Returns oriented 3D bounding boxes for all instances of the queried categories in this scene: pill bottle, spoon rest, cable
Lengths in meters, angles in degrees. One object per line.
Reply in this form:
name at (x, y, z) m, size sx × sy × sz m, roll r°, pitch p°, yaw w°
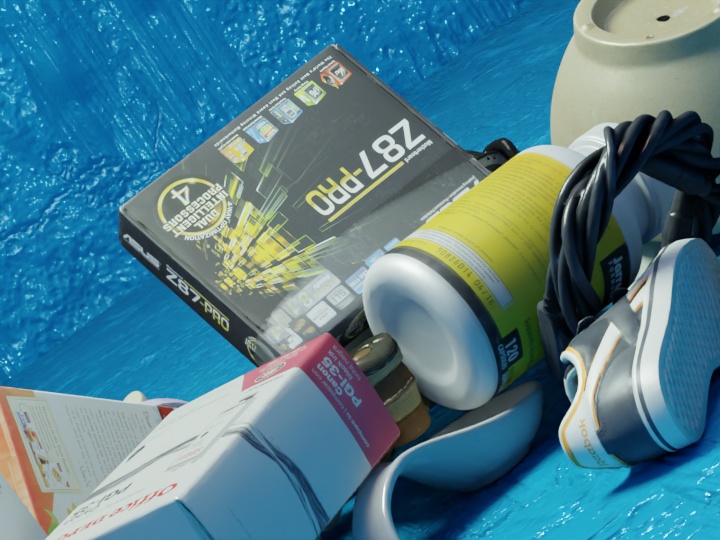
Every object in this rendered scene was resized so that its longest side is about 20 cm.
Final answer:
pill bottle at (0.105, -0.009, 1.676) m, size 0.200 × 0.112 × 0.112 m, roll -37°, pitch 9°, yaw -27°
spoon rest at (0.049, 0.119, 1.613) m, size 0.099 × 0.061 × 0.200 m, roll -28°, pitch 11°, yaw 35°
cable at (0.167, -0.018, 1.591) m, size 0.163 × 0.051 × 0.200 m, roll -43°, pitch -32°, yaw -20°

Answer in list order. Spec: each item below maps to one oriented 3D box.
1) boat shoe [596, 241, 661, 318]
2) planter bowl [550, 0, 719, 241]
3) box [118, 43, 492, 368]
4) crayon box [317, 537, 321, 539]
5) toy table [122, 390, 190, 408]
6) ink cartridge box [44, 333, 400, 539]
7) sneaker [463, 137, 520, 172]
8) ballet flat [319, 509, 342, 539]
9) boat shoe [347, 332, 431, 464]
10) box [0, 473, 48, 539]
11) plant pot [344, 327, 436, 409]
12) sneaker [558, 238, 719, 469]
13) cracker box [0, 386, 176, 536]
boat shoe at (0.200, -0.020, 1.877) m, size 0.200 × 0.073 × 0.062 m, roll -51°, pitch -26°, yaw -40°
planter bowl at (0.218, -0.131, 1.839) m, size 0.200 × 0.135 × 0.200 m, roll -14°, pitch 30°, yaw 8°
box at (-0.032, -0.036, 1.730) m, size 0.200 × 0.161 × 0.049 m, roll -38°, pitch -21°, yaw -25°
crayon box at (-0.078, 0.207, 1.617) m, size 0.119 × 0.058 × 0.200 m, roll -34°, pitch 9°, yaw 3°
toy table at (-0.195, 0.171, 1.923) m, size 0.200 × 0.184 × 0.117 m, roll -39°, pitch 23°, yaw -21°
ink cartridge box at (-0.087, 0.137, 1.557) m, size 0.147 × 0.083 × 0.200 m, roll -27°, pitch 11°, yaw 35°
sneaker at (0.080, -0.046, 2.023) m, size 0.071 × 0.083 × 0.200 m, roll -29°, pitch 7°, yaw 33°
ballet flat at (-0.039, 0.150, 1.811) m, size 0.069 × 0.069 × 0.200 m, roll -33°, pitch 11°, yaw 13°
boat shoe at (-0.015, 0.101, 1.698) m, size 0.076 × 0.074 × 0.200 m, roll -38°, pitch 2°, yaw -23°
box at (-0.249, 0.254, 1.539) m, size 0.171 × 0.199 × 0.200 m, roll -32°, pitch 11°, yaw 17°
plant pot at (0.000, 0.000, 1.835) m, size 0.200 × 0.183 × 0.200 m, roll -44°, pitch -11°, yaw -10°
sneaker at (0.161, 0.046, 1.524) m, size 0.079 × 0.078 × 0.200 m, roll -24°, pitch 14°, yaw 27°
cracker box at (-0.176, 0.154, 1.755) m, size 0.058 × 0.134 × 0.200 m, roll -32°, pitch -23°, yaw 26°
